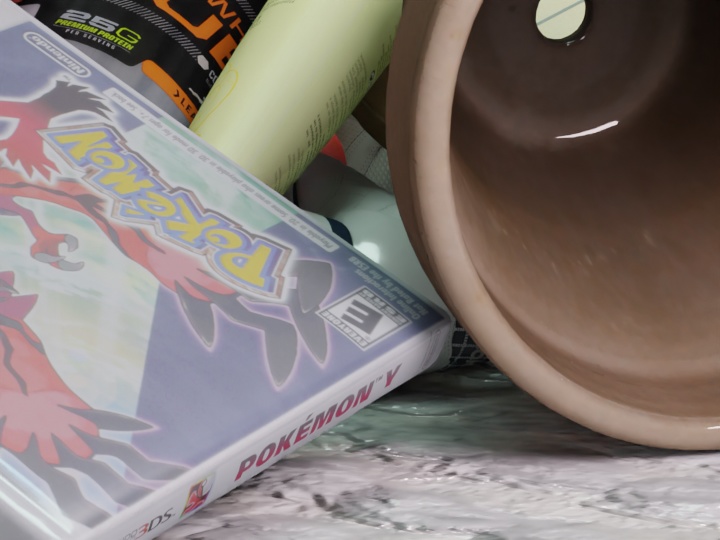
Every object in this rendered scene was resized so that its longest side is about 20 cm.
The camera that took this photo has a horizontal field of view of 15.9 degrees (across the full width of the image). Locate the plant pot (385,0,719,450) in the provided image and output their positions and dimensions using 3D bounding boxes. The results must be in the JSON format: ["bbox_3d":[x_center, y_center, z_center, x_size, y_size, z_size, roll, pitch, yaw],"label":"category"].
[{"bbox_3d":[0.088,-0.068,0.807,0.200,0.201,0.175,-5,19,-14],"label":"plant pot"}]

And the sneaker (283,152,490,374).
[{"bbox_3d":[0.000,0.000,0.950,0.080,0.077,0.200,3,15,-10],"label":"sneaker"}]

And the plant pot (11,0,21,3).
[{"bbox_3d":[-0.206,-0.134,0.846,0.200,0.201,0.177,3,35,32],"label":"plant pot"}]

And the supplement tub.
[{"bbox_3d":[-0.098,-0.064,0.989,0.122,0.123,0.200,0,34,16],"label":"supplement tub"}]

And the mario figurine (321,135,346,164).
[{"bbox_3d":[-0.085,-0.055,1.150,0.106,0.124,0.200,27,-18,-37],"label":"mario figurine"}]

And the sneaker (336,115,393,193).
[{"bbox_3d":[-0.032,-0.057,1.234,0.076,0.092,0.200,-9,10,-39],"label":"sneaker"}]

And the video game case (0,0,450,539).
[{"bbox_3d":[-0.099,-0.007,0.727,0.200,0.023,0.182,36,35,19],"label":"video game case"}]

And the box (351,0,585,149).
[{"bbox_3d":[0.104,-0.057,0.935,0.163,0.021,0.200,-29,48,-19],"label":"box"}]

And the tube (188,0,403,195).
[{"bbox_3d":[-0.038,-0.046,0.884,0.052,0.058,0.200,8,46,27],"label":"tube"}]
